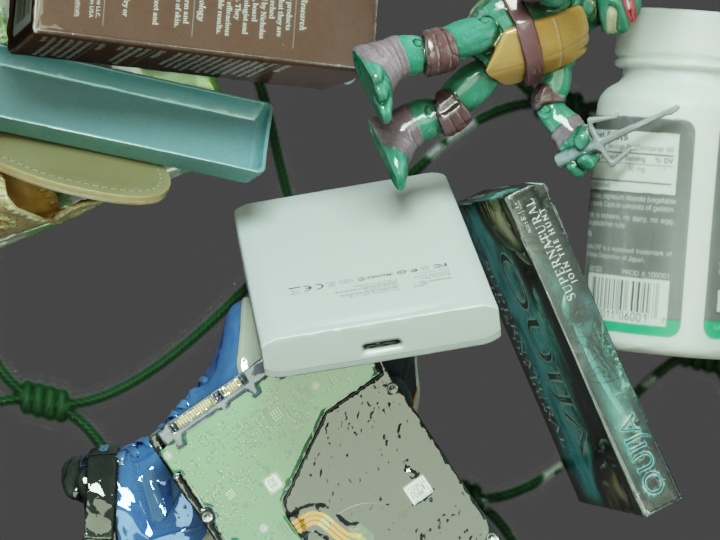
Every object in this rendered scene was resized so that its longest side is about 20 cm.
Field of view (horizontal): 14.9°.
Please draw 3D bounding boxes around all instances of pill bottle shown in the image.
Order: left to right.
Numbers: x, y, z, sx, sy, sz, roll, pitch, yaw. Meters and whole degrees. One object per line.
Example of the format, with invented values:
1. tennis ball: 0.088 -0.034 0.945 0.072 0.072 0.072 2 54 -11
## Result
1. pill bottle: 0.192 -0.051 1.630 0.112 0.113 0.201 5 93 -4

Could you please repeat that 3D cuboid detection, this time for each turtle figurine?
1. turtle figurine: 0.098 -0.123 1.573 0.199 0.101 0.150 -22 124 -5

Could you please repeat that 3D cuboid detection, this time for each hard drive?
1. hard drive: -0.012 0.140 1.585 0.139 0.038 0.200 -35 93 -6
2. hard drive: 0.000 0.000 1.580 0.131 0.200 0.027 -9 114 -3

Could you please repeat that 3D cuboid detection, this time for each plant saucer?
1. plant saucer: -0.152 -0.093 1.612 0.199 0.070 0.019 11 130 -5

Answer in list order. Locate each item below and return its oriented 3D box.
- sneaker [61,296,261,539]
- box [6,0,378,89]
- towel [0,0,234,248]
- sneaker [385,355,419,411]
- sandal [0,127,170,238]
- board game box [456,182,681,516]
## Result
1. sneaker: -0.120 0.106 1.637 0.111 0.077 0.201 12 86 2
2. box: -0.097 -0.154 1.594 0.199 0.100 0.075 7 85 -16
3. towel: -0.187 -0.104 1.647 0.199 0.031 0.150 -21 95 -2
4. sneaker: -0.002 0.101 1.644 0.078 0.079 0.201 1 91 -3
5. sandal: -0.217 -0.053 1.613 0.211 0.078 0.070 16 120 2
6. board game box: 0.119 0.045 1.619 0.028 0.135 0.201 -25 94 -10
